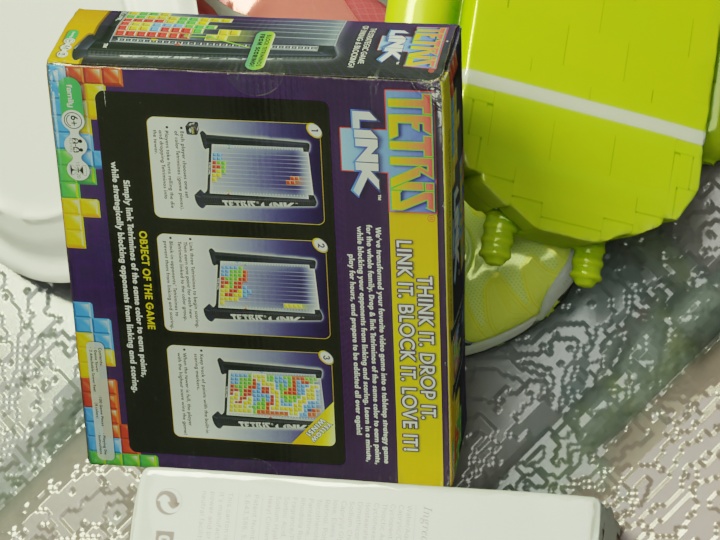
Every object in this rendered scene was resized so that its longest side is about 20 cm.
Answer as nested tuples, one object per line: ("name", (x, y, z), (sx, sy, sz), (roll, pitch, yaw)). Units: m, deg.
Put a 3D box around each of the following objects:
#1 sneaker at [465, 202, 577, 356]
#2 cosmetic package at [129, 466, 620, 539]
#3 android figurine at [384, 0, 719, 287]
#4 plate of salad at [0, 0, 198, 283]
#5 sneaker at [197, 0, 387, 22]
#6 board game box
("sneaker", (0.000, 0.000, 1.162), (0.200, 0.076, 0.076), (-6, 76, 8))
("cosmetic package", (0.008, 0.131, 1.121), (0.200, 0.102, 0.074), (4, 80, 13))
("android figurine", (0.096, -0.095, 1.138), (0.182, 0.041, 0.200), (11, 83, -23))
("plate of salad", (-0.136, -0.095, 1.194), (0.200, 0.048, 0.201), (4, 95, 42))
("sneaker", (-0.044, -0.108, 1.206), (0.200, 0.087, 0.074), (27, 127, 29))
("board game box", (-0.039, -0.008, 1.094), (0.165, 0.057, 0.200), (3, 121, 8))
